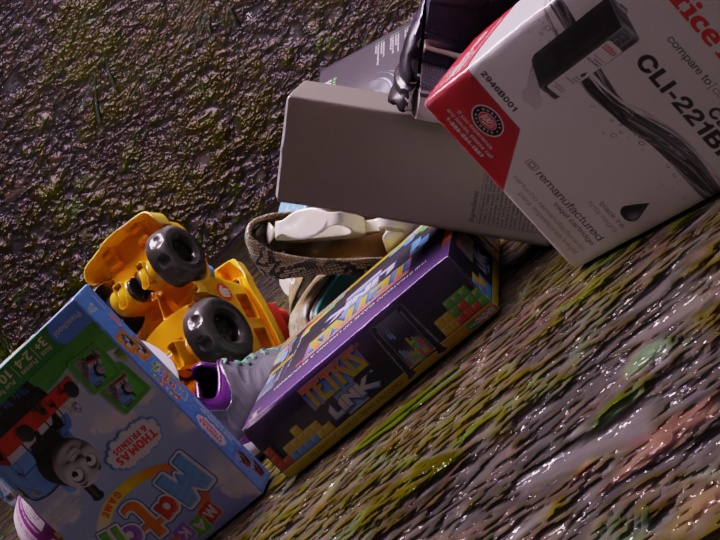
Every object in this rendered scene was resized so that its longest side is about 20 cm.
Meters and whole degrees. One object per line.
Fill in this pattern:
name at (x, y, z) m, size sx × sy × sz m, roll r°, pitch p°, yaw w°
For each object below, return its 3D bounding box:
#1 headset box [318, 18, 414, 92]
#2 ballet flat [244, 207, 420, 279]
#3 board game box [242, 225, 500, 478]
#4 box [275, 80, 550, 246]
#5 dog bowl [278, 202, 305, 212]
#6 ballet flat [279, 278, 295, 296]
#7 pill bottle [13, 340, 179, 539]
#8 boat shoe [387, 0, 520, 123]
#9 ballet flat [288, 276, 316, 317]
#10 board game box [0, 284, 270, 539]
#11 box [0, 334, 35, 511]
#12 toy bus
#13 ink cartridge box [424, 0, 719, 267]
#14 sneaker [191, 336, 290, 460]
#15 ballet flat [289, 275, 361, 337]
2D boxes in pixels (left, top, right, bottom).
headset box at (0.058, -0.155, 1.193) m, size 0.199 × 0.093 × 0.175 m, roll -22°, pitch 47°, yaw 32°
ballet flat at (-0.002, -0.029, 0.984) m, size 0.199 × 0.068 × 0.075 m, roll -4°, pitch -24°, yaw 12°
board game box at (0.013, 0.044, 0.889) m, size 0.200 × 0.057 × 0.165 m, roll -41°, pitch 8°, yaw 16°
box at (0.045, -0.078, 0.848) m, size 0.068 × 0.199 × 0.083 m, roll -65°, pitch -15°, yaw -69°
dog bowl at (-0.016, -0.093, 1.520) m, size 0.200 × 0.112 × 0.049 m, roll -47°, pitch 23°, yaw -23°
ballet flat at (-0.057, 0.001, 1.327) m, size 0.067 × 0.069 × 0.200 m, roll -9°, pitch 9°, yaw -1°
pill bottle at (-0.226, 0.159, 1.038) m, size 0.201 × 0.112 × 0.112 m, roll -65°, pitch -4°, yaw 31°
boat shoe at (0.123, -0.142, 0.798) m, size 0.075 × 0.198 × 0.093 m, roll -109°, pitch 25°, yaw -67°
ballet flat at (-0.017, -0.010, 1.158) m, size 0.200 × 0.070 × 0.071 m, roll -58°, pitch -1°, yaw 35°
board game box at (-0.189, 0.133, 0.897) m, size 0.151 × 0.200 × 0.037 m, roll -41°, pitch 10°, yaw 16°
box at (-0.299, 0.180, 1.167) m, size 0.137 × 0.200 × 0.040 m, roll -40°, pitch 10°, yaw 17°
toy bus at (-0.151, 0.047, 1.187) m, size 0.136 × 0.201 × 0.192 m, roll -39°, pitch -17°, yaw 32°
ink cartridge box at (0.157, -0.110, 0.677) m, size 0.200 × 0.144 × 0.084 m, roll -34°, pitch 14°, yaw 49°
sneaker at (-0.095, 0.092, 1.040) m, size 0.074 × 0.088 × 0.200 m, roll -37°, pitch 11°, yaw 31°
ballet flat at (0.000, 0.000, 1.073) m, size 0.200 × 0.071 × 0.071 m, roll -52°, pitch 12°, yaw -34°
